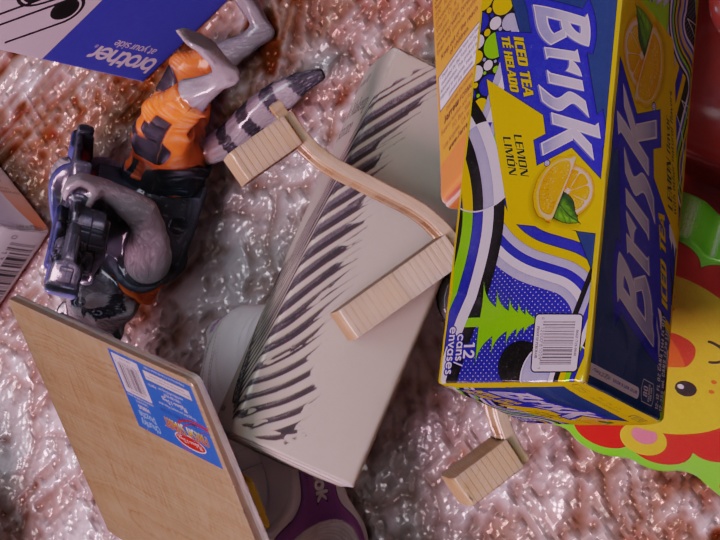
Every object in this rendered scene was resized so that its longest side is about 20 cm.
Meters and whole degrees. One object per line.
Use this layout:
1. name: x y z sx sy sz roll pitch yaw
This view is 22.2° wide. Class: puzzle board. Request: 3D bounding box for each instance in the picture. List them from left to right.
1. puzzle board: -0.102 0.094 0.917 0.200 0.017 0.151 16 131 54

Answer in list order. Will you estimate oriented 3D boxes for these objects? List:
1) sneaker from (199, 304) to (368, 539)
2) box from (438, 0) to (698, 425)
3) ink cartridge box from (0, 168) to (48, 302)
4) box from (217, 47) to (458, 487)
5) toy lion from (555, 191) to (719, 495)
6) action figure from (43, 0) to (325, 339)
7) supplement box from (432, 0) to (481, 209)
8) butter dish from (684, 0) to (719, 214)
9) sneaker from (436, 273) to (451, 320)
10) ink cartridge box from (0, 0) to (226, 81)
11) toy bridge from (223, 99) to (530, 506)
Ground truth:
1. sneaker: -0.048 0.115 0.972 0.099 0.075 0.201 0 91 54
2. box: 0.083 -0.045 0.703 0.064 0.070 0.201 -2 73 35
3. ink cartridge box: -0.295 -0.027 1.137 0.162 0.050 0.200 -53 56 19
4. box: 0.000 0.000 0.889 0.068 0.082 0.201 24 81 -8
5. toy lion: 0.159 0.040 0.777 0.191 0.069 0.200 -20 121 37
6. action figure: -0.107 -0.040 0.972 0.104 0.200 0.194 24 114 -15
7. supplement box: 0.074 -0.126 0.853 0.069 0.066 0.201 126 147 -55
8. butter dish: 0.192 -0.104 0.780 0.199 0.148 0.201 24 100 29
9. sneaker: 0.122 0.035 0.853 0.199 0.082 0.078 10 93 31
10. ink cartridge box: -0.153 -0.157 0.958 0.094 0.200 0.044 -40 69 23
11. toy bridge: 0.018 0.006 0.837 0.067 0.027 0.201 -35 93 -10
